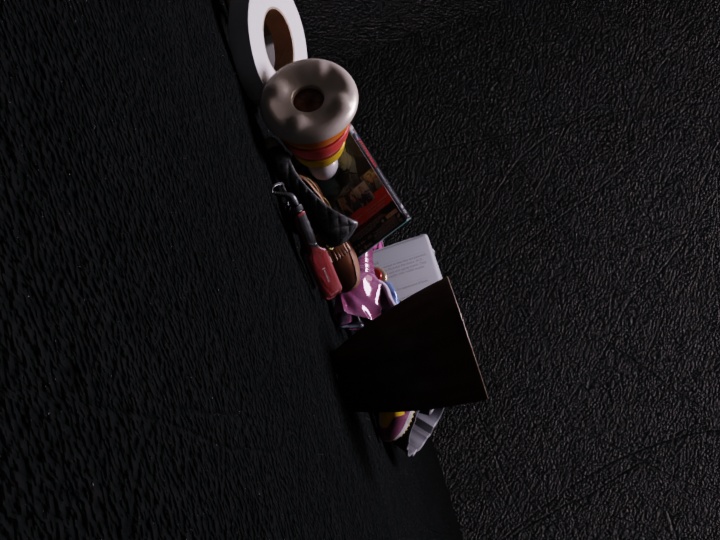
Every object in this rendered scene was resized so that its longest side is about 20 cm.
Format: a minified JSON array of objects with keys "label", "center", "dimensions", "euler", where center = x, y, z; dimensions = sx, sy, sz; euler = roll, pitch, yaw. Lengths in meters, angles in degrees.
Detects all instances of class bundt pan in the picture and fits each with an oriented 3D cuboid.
[{"label":"bundt pan","center":[0.103,0.237,1.929],"dimensions":[0.075,0.204,0.202],"euler":[25,-13,18]}]

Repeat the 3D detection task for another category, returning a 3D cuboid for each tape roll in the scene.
[{"label":"tape roll","center":[-0.138,-0.344,1.590],"dimensions":[0.202,0.036,0.207],"euler":[-5,90,-68]}]

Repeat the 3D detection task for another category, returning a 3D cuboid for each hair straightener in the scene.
[{"label":"hair straightener","center":[-0.088,-0.049,1.518],"dimensions":[0.077,0.041,0.201],"euler":[42,-17,53]}]

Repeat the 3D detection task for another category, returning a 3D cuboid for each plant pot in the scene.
[{"label":"plant pot","center":[0.066,0.131,1.534],"dimensions":[0.187,0.197,0.190],"euler":[-19,90,-86]}]

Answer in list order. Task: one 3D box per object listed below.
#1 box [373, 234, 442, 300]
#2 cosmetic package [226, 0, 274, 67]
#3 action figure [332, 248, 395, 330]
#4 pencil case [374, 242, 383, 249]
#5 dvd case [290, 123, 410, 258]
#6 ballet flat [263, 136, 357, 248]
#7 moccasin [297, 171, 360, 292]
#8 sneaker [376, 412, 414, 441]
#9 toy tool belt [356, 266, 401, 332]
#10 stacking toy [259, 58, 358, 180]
[{"label":"box","center":[0.075,0.047,2.128],"dimensions":[0.199,0.197,0.132],"euler":[62,11,-66]},{"label":"cosmetic package","center":[-0.181,-0.445,1.744],"dimensions":[0.105,0.070,0.203],"euler":[59,12,-71]},{"label":"action figure","center":[0.000,0.000,1.750],"dimensions":[0.134,0.146,0.203],"euler":[45,39,-68]},{"label":"pencil case","center":[0.033,-0.035,2.767],"dimensions":[0.201,0.092,0.092],"euler":[67,5,-59]},{"label":"dvd case","center":[-0.025,-0.128,1.667],"dimensions":[0.201,0.145,0.022],"euler":[56,31,4]},{"label":"ballet flat","center":[-0.077,-0.120,1.535],"dimensions":[0.201,0.057,0.066],"euler":[53,4,12]},{"label":"moccasin","center":[-0.058,-0.060,1.638],"dimensions":[0.078,0.073,0.204],"euler":[-61,131,-82]},{"label":"sneaker","center":[0.053,0.190,1.793],"dimensions":[0.089,0.074,0.203],"euler":[25,77,-39]},{"label":"toy tool belt","center":[0.031,0.074,1.888],"dimensions":[0.123,0.123,0.203],"euler":[63,20,-68]},{"label":"stacking toy","center":[-0.067,-0.207,1.573],"dimensions":[0.201,0.144,0.148],"euler":[79,-6,-62]}]
